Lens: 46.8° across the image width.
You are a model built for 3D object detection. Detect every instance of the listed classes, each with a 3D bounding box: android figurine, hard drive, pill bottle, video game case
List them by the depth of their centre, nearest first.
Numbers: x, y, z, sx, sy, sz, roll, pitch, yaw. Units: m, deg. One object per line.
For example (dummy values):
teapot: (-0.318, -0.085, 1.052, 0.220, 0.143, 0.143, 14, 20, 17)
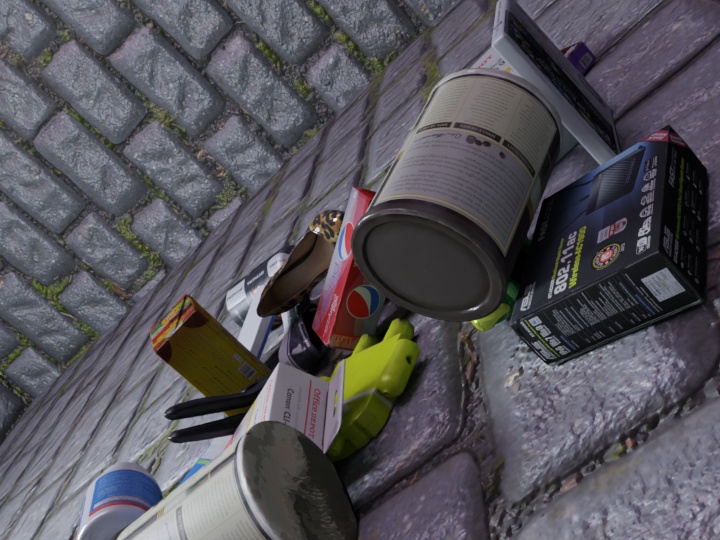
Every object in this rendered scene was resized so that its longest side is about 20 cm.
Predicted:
android figurine: (-0.005, 0.141, 0.958, 0.182, 0.041, 0.200, -29, 22, 46)
video game case: (0.227, -0.221, 0.963, 0.023, 0.200, 0.182, -39, 17, 28)
pill bottle: (-0.330, 0.341, 1.155, 0.112, 0.112, 0.200, -46, 16, -2)
hard drive: (-0.177, 0.122, 1.321, 0.200, 0.025, 0.132, -70, 15, -7)
pill bottle: (-0.136, 0.025, 1.448, 0.200, 0.106, 0.106, -35, 19, 34)

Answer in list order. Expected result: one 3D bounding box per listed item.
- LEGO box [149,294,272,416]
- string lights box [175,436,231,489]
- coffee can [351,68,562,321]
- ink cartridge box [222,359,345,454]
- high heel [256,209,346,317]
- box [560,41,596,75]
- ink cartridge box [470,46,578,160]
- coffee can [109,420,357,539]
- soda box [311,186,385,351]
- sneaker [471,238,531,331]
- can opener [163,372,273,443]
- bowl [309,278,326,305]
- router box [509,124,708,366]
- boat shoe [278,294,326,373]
LEGO box: (-0.186, 0.134, 1.135, 0.077, 0.200, 0.149, -47, 16, -7)
string lights box: (-0.198, 0.294, 1.031, 0.200, 0.059, 0.103, -53, 17, -24)
coffee can: (0.097, -0.074, 0.795, 0.146, 0.146, 0.200, -25, 30, 51)
ink cartridge box: (-0.090, 0.184, 0.894, 0.200, 0.067, 0.117, -56, 17, 29)
high heel: (-0.078, -0.004, 1.153, 0.143, 0.071, 0.200, -47, -2, -27)
box: (0.253, -0.254, 1.269, 0.200, 0.039, 0.137, -50, 16, -15)
ink cartridge box: (0.191, -0.202, 1.124, 0.145, 0.087, 0.200, -43, 32, 10)
coffee can: (-0.124, 0.256, 0.778, 0.200, 0.146, 0.146, -40, 17, 20)
soda box: (0.000, 0.000, 1.065, 0.070, 0.063, 0.200, 42, 118, 62)
sneaker: (0.156, -0.011, 0.887, 0.083, 0.074, 0.200, -21, 31, 25)
can opener: (-0.143, 0.168, 0.993, 0.200, 0.064, 0.079, -13, -15, -45)
bowl: (0.028, -0.026, 1.218, 0.200, 0.075, 0.200, -36, 19, 30)
router box: (0.224, -0.025, 0.741, 0.150, 0.062, 0.200, -34, 20, 40)
boat shoe: (-0.076, 0.078, 1.232, 0.068, 0.072, 0.200, -42, 19, 20)
